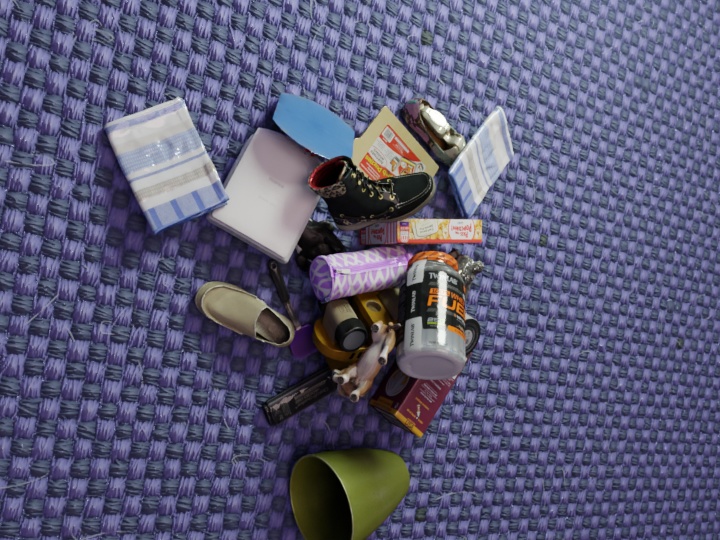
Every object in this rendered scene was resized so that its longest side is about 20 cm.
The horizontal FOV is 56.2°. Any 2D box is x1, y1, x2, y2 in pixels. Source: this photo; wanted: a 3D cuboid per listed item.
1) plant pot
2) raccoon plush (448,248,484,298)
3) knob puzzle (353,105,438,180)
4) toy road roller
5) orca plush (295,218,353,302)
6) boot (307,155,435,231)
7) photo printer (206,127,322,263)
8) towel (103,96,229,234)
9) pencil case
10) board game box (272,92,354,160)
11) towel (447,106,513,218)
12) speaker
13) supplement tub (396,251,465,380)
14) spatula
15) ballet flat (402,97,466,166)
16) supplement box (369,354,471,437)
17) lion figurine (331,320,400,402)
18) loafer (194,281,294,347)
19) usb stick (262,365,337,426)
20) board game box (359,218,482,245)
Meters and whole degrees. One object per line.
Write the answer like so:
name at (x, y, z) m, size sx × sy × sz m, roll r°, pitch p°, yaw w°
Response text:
plant pot at (-0.005, 0.419, 1.289) m, size 0.197 × 0.185 × 0.193 m, roll -8°, pitch 97°, yaw -43°
raccoon plush at (0.218, 0.048, 1.397) m, size 0.097 × 0.133 × 0.202 m, roll -41°, pitch 111°, yaw -21°
knob puzzle at (0.046, -0.189, 1.348) m, size 0.215 × 0.030 × 0.226 m, roll -2°, pitch 94°, yaw -30°
toy road roller at (0.003, 0.120, 1.280) m, size 0.195 × 0.124 × 0.149 m, roll -4°, pitch 128°, yaw -28°
orca plush at (-0.061, -0.025, 1.275) m, size 0.104 × 0.071 × 0.203 m, roll -36°, pitch 109°, yaw -22°
boot at (0.020, -0.144, 1.165) m, size 0.154 × 0.199 × 0.075 m, roll 45°, pitch 31°, yaw -58°
photo printer at (-0.157, -0.140, 1.201) m, size 0.164 × 0.069 × 0.203 m, roll 30°, pitch 79°, yaw -11°
towel at (-0.319, -0.177, 1.117) m, size 0.145 × 0.024 × 0.204 m, roll -25°, pitch 86°, yaw -23°
pencil case at (0.000, 0.000, 1.235) m, size 0.197 × 0.085 × 0.086 m, roll -12°, pitch 71°, yaw -38°
board game box at (-0.088, -0.244, 1.213) m, size 0.155 × 0.202 × 0.039 m, roll 26°, pitch 122°, yaw -15°
towel at (0.258, -0.227, 1.424) m, size 0.201 × 0.024 × 0.148 m, roll -52°, pitch 141°, yaw -19°
speaker at (0.141, 0.090, 1.317) m, size 0.080 × 0.199 × 0.083 m, roll -15°, pitch 119°, yaw -30°
supplement tub at (0.125, 0.077, 1.186) m, size 0.121 × 0.122 × 0.204 m, roll 22°, pitch 55°, yaw -28°
spatula at (-0.133, 0.073, 1.269) m, size 0.056 × 0.020 × 0.204 m, roll -25°, pitch 103°, yaw -17°
ballet flat at (0.169, -0.279, 1.387) m, size 0.199 × 0.071 × 0.070 m, roll 39°, pitch 74°, yaw -25°
supplement box at (0.121, 0.220, 1.368) m, size 0.085 × 0.110 × 0.202 m, roll 42°, pitch 73°, yaw -23°
lion figurine at (0.018, 0.152, 1.167) m, size 0.072 × 0.122 × 0.201 m, roll 44°, pitch 109°, yaw 7°
loafer at (-0.198, 0.078, 1.201) m, size 0.197 × 0.068 × 0.077 m, roll 25°, pitch 81°, yaw -20°
usb stick at (-0.096, 0.230, 1.294) m, size 0.197 × 0.032 × 0.057 m, roll -27°, pitch 112°, yaw -25°
board game box at (0.117, -0.075, 1.325) m, size 0.195 × 0.151 × 0.048 m, roll -2°, pitch 92°, yaw -28°
